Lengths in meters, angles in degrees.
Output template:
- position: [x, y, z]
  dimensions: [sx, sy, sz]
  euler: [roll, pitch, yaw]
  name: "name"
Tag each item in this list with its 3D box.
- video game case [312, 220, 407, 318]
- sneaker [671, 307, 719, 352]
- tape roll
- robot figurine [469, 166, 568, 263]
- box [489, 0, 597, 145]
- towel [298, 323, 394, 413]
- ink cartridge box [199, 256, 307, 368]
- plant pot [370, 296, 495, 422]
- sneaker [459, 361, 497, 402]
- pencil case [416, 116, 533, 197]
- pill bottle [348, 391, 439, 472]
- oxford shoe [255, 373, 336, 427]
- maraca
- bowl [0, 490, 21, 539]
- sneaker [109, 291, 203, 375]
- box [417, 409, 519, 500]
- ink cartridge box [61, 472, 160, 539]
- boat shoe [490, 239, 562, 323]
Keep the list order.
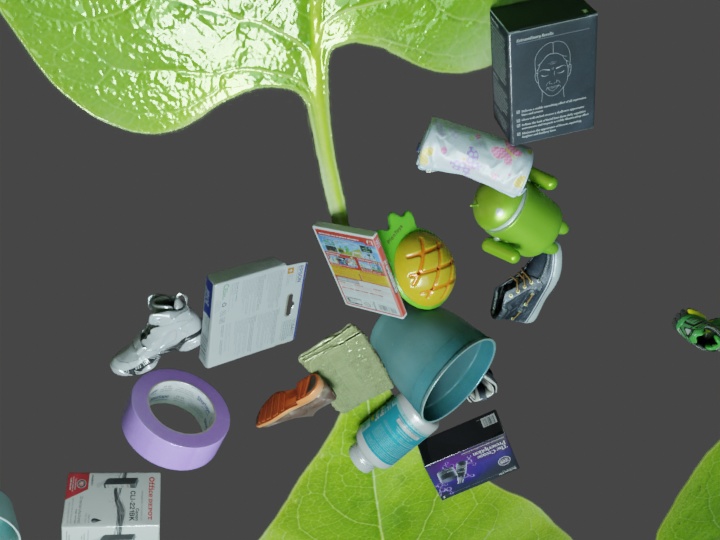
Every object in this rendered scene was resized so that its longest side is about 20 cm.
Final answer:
- position: [0.000, 0.000, 1.562]
  dimensions: [0.017, 0.141, 0.202]
  euler: [-50, 135, -31]
  name: "video game case"
- position: [0.776, 0.152, 1.864]
  dimensions: [0.197, 0.086, 0.079]
  euler: [14, 122, -23]
  name: "sneaker"
- position: [-0.354, 0.284, 1.632]
  dimensions: [0.198, 0.201, 0.066]
  euler: [18, 122, -24]
  name: "tape roll"
- position: [0.287, -0.102, 1.548]
  dimensions: [0.199, 0.115, 0.177]
  euler: [31, 87, -28]
  name: "robot figurine"
- position: [0.298, -0.330, 1.391]
  dimensions: [0.146, 0.108, 0.202]
  euler: [-12, 128, -3]
  name: "box"
- position: [-0.025, 0.204, 1.752]
  dimensions: [0.147, 0.037, 0.201]
  euler: [-28, 126, 7]
  name: "towel"
- position: [-0.203, 0.073, 1.595]
  dimensions: [0.198, 0.041, 0.202]
  euler: [-15, 132, -35]
  name: "ink cartridge box"
- position: [0.126, 0.153, 1.632]
  dimensions: [0.199, 0.188, 0.202]
  euler: [-34, 147, -25]
  name: "plant pot"
- position: [0.245, 0.238, 1.770]
  dimensions: [0.076, 0.147, 0.204]
  euler: [-26, 129, 5]
  name: "sneaker"
- position: [0.194, -0.192, 1.444]
  dimensions: [0.197, 0.092, 0.083]
  euler: [16, 161, 0]
  name: "pencil case"
- position: [0.067, 0.351, 1.832]
  dimensions: [0.200, 0.111, 0.110]
  euler: [-42, 123, 18]
  name: "pill bottle"
- position: [-0.136, 0.285, 1.747]
  dimensions: [0.199, 0.072, 0.073]
  euler: [-30, 126, 31]
  name: "oxford shoe"
- position: [0.102, -0.018, 1.574]
  dimensions: [0.200, 0.106, 0.138]
  euler: [48, 64, -22]
  name: "maraca"
- position: [-0.803, 0.523, 1.765]
  dimensions: [0.197, 0.106, 0.203]
  euler: [-6, 126, -8]
  name: "bowl"
- position: [-0.390, 0.113, 1.582]
  dimensions: [0.197, 0.075, 0.116]
  euler: [-23, 127, -2]
  name: "sneaker"
- position: [0.248, 0.426, 1.951]
  dimensions: [0.198, 0.079, 0.142]
  euler: [-24, 130, 5]
  name: "box"
- position: [-0.522, 0.508, 1.792]
  dimensions: [0.197, 0.145, 0.085]
  euler: [4, 125, -16]
  name: "ink cartridge box"
- position: [0.326, 0.025, 1.676]
  dimensions: [0.089, 0.071, 0.202]
  euler: [2, 127, -19]
  name: "boat shoe"
